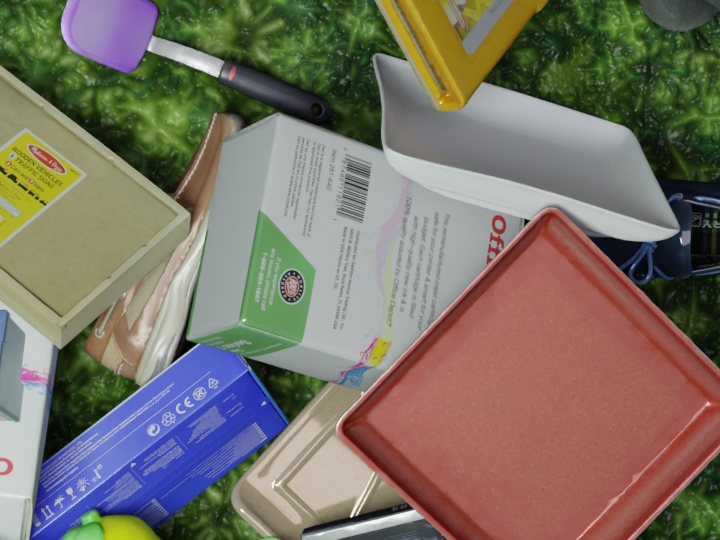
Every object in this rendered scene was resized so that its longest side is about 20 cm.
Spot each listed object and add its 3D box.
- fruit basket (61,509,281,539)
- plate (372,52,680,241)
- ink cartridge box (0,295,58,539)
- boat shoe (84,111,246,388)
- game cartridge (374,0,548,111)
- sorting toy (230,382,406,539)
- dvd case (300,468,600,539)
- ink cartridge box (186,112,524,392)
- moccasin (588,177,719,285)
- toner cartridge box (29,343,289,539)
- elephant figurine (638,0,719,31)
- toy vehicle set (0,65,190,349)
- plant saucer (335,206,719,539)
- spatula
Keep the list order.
[{"bbox_3d":[-0.121,0.256,1.222,0.215,0.156,0.216,-16,129,-20],"label":"fruit basket"},{"bbox_3d":[0.102,-0.078,1.248,0.200,0.200,0.032,15,112,-9],"label":"plate"},{"bbox_3d":[-0.272,0.069,1.201,0.145,0.088,0.200,8,58,-8],"label":"ink cartridge box"},{"bbox_3d":[-0.133,-0.020,1.271,0.072,0.076,0.200,19,80,3],"label":"boat shoe"},{"bbox_3d":[0.068,-0.234,1.241,0.200,0.032,0.176,-52,123,-36],"label":"game cartridge"},{"bbox_3d":[0.035,0.150,1.317,0.185,0.036,0.200,44,81,-6],"label":"sorting toy"},{"bbox_3d":[0.075,0.224,1.261,0.200,0.025,0.151,-15,98,10],"label":"dvd case"},{"bbox_3d":[0.000,0.000,1.236,0.200,0.084,0.145,18,71,-28],"label":"ink cartridge box"},{"bbox_3d":[0.222,-0.033,1.312,0.200,0.068,0.081,-9,108,-6],"label":"moccasin"},{"bbox_3d":[-0.150,0.133,1.257,0.200,0.095,0.043,-37,59,-6],"label":"toner cartridge box"},{"bbox_3d":[0.246,-0.231,1.305,0.200,0.155,0.142,5,133,3],"label":"elephant figurine"},{"bbox_3d":[-0.226,-0.051,1.219,0.200,0.027,0.124,38,58,15],"label":"toy vehicle set"},{"bbox_3d":[0.117,0.092,1.193,0.200,0.037,0.200,44,93,-13],"label":"plant saucer"},{"bbox_3d":[-0.112,-0.146,1.297,0.200,0.021,0.057,23,86,-8],"label":"spatula"}]
